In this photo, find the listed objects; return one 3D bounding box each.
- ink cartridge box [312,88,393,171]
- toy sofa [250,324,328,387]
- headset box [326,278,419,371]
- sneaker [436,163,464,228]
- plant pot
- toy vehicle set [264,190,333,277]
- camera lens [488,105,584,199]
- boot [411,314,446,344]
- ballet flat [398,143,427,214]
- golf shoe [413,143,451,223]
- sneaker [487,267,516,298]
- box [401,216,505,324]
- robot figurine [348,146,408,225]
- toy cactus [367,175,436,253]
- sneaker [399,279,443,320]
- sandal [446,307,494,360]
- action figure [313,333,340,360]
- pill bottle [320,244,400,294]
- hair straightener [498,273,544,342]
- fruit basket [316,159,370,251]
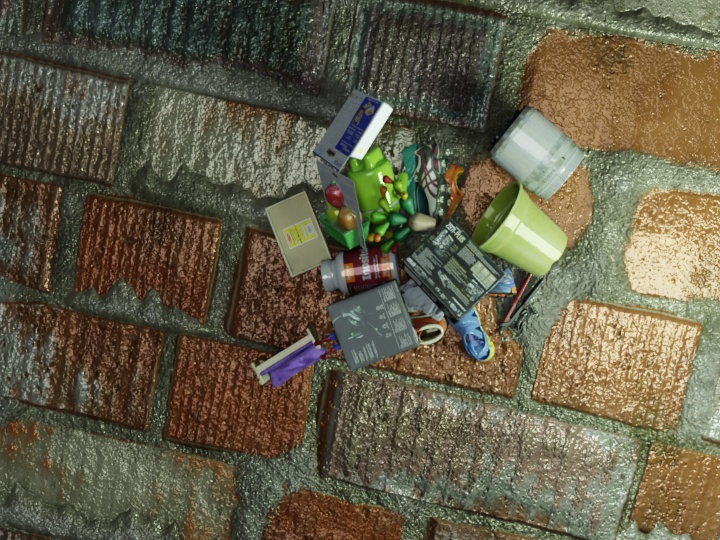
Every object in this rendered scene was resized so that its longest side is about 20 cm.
[{"bbox_3d":[-0.022,-0.354,1.654,0.047,0.198,0.201,27,100,-33],"label":"ink cartridge box"},{"bbox_3d":[-0.187,0.239,1.755,0.198,0.083,0.098,-32,89,7],"label":"toy sofa"},{"bbox_3d":[0.026,0.137,1.616,0.197,0.093,0.176,-22,89,5],"label":"headset box"},{"bbox_3d":[0.229,-0.177,1.691,0.076,0.073,0.203,11,95,9],"label":"sneaker"},{"bbox_3d":[0.409,-0.089,1.632,0.183,0.200,0.202,33,96,-8],"label":"plant pot"},{"bbox_3d":[-0.166,-0.099,1.760,0.123,0.027,0.203,-21,91,7],"label":"toy vehicle set"},{"bbox_3d":[0.433,-0.296,1.620,0.199,0.160,0.161,40,96,2],"label":"camera lens"},{"bbox_3d":[0.129,0.163,1.705,0.197,0.107,0.076,-14,101,10],"label":"boot"},{"bbox_3d":[0.136,-0.229,1.710,0.069,0.067,0.204,-1,94,30],"label":"ballet flat"},{"bbox_3d":[0.182,-0.219,1.644,0.087,0.077,0.204,-2,85,29],"label":"golf shoe"},{"bbox_3d":[0.309,0.028,1.705,0.197,0.075,0.080,2,74,6],"label":"sneaker"},{"bbox_3d":[0.225,0.001,1.594,0.164,0.086,0.200,-43,80,-7],"label":"box"},{"bbox_3d":[0.037,-0.211,1.673,0.173,0.116,0.202,-4,117,32],"label":"robot figurine"},{"bbox_3d":[0.104,-0.126,1.592,0.162,0.102,0.203,9,109,1],"label":"toy cactus"},{"bbox_3d":[0.147,0.088,1.682,0.199,0.075,0.116,-36,54,19],"label":"sneaker"},{"bbox_3d":[0.284,0.153,1.697,0.079,0.087,0.201,-36,87,17],"label":"sandal"},{"bbox_3d":[-0.015,0.163,1.697,0.198,0.099,0.066,-28,93,-26],"label":"action figure"},{"bbox_3d":[0.000,0.000,1.706,0.197,0.113,0.115,-10,92,6],"label":"pill bottle"},{"bbox_3d":[0.430,0.106,1.703,0.076,0.041,0.202,28,96,4],"label":"hair straightener"},{"bbox_3d":[-0.042,-0.167,1.643,0.093,0.185,0.203,-23,125,-25],"label":"fruit basket"}]
